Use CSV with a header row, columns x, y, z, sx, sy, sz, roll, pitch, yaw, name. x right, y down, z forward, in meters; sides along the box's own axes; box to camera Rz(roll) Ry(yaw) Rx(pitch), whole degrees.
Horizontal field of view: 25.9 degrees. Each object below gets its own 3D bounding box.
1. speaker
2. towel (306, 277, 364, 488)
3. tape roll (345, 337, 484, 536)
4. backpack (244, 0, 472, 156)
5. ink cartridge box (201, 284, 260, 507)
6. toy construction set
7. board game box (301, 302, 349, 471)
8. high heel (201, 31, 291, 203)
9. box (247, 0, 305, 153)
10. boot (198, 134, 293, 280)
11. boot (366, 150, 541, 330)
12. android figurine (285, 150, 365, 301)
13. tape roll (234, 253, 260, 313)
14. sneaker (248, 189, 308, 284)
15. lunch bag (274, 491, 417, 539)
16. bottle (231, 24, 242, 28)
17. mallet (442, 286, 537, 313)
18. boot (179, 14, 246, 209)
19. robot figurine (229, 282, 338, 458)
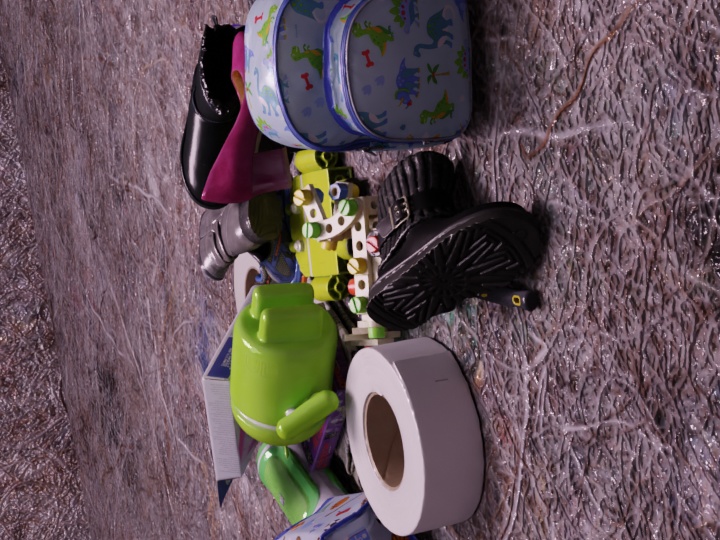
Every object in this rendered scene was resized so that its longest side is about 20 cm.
x,y,z,sx,sy,sz,roll,pitch,yaw,name
-0.062,0.281,1.955,0.200,0.088,0.089,-133,40,-54,speaker
-0.031,0.133,1.883,0.200,0.034,0.193,-127,35,-48,towel
0.054,0.172,1.641,0.202,0.071,0.203,171,90,-69,tape roll
0.002,-0.196,1.444,0.147,0.199,0.184,22,118,62,backpack
-0.135,0.154,1.907,0.197,0.043,0.201,-66,-24,-53,ink cartridge box
0.000,0.000,1.674,0.131,0.092,0.201,-5,103,44,toy construction set
-0.052,0.142,1.876,0.200,0.032,0.120,107,143,-53,board game box
-0.137,-0.163,1.656,0.067,0.095,0.201,104,155,-69,high heel
-0.071,-0.235,1.709,0.200,0.078,0.142,-114,19,-58,box
-0.150,-0.096,1.918,0.132,0.070,0.201,-32,38,45,boot
0.085,-0.051,1.467,0.211,0.079,0.158,-28,38,38,boot
-0.043,-0.055,1.824,0.200,0.041,0.183,180,84,-66,android figurine
-0.118,0.046,2.060,0.203,0.037,0.204,171,90,-68,tape roll
-0.119,-0.064,1.959,0.075,0.078,0.201,111,143,-50,sneaker
0.009,0.362,1.766,0.200,0.124,0.170,59,157,-4,lunch bag
-0.132,-0.244,1.920,0.200,0.065,0.084,-135,36,-61,bottle
0.109,0.028,1.497,0.200,0.041,0.066,26,121,60,mallet
-0.163,-0.180,1.790,0.162,0.073,0.199,147,126,-76,boot
-0.087,0.110,1.747,0.176,0.115,0.201,-117,28,-51,robot figurine
